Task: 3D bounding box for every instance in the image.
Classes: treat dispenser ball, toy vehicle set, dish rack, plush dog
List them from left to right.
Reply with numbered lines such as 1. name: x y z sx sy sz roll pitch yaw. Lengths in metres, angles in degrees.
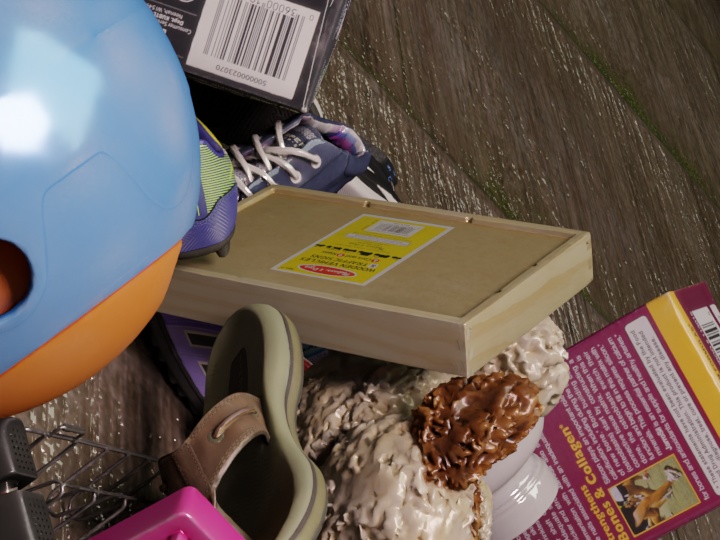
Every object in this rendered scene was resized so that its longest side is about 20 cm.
1. treat dispenser ball: -0.161 -0.041 0.731 0.201 0.200 0.201 46 25 -29
2. dish rack: -0.099 0.144 0.832 0.200 0.054 0.154 24 42 -59
3. toy vehicle set: 0.000 0.000 0.959 0.124 0.199 0.027 -31 124 -48
4. plush dog: 0.012 0.106 0.920 0.160 0.201 0.172 18 11 -12

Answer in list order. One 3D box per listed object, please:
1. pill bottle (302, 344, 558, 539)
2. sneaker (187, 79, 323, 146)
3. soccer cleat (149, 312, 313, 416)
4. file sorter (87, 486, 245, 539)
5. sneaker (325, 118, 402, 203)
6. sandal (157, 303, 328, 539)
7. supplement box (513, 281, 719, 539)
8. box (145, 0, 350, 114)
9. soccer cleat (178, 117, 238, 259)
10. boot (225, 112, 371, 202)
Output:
1. pill bottle: 0.034 0.069 1.137 0.200 0.111 0.111 54 22 -14
2. sneaker: -0.097 -0.161 1.178 0.200 0.084 0.121 41 34 -21
3. soccer cleat: -0.037 0.070 1.029 0.200 0.073 0.068 53 24 -13
4. file sorter: -0.094 0.190 0.586 0.139 0.200 0.126 49 26 -23
5. sneaker: 0.017 -0.025 1.242 0.200 0.073 0.112 49 21 5
6. sandal: -0.061 0.083 0.839 0.057 0.080 0.201 30 25 -24
7. supplement box: 0.155 0.112 1.221 0.131 0.200 0.103 62 21 8
8. box: -0.066 -0.148 1.000 0.122 0.106 0.200 19 4 -2
9. soccer cleat: -0.112 -0.080 0.984 0.200 0.064 0.084 -128 -151 -49
10. boot: -0.066 -0.053 1.085 0.073 0.090 0.200 48 17 12
